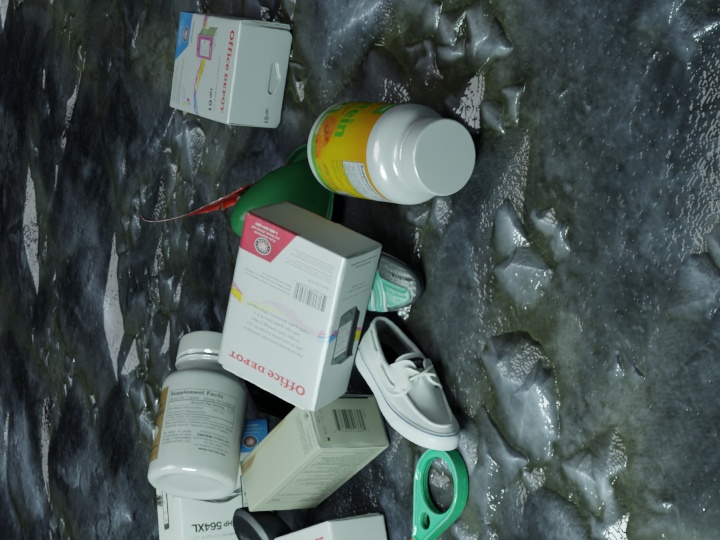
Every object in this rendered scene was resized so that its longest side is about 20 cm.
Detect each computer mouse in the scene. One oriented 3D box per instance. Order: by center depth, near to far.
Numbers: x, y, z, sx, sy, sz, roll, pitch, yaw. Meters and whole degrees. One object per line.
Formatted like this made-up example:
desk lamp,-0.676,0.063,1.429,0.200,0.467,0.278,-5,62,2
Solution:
computer mouse,-0.106,0.384,1.606,0.138,0.053,0.200,10,126,52

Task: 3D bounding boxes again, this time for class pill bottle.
pill bottle,0.036,-0.132,1.373,0.200,0.111,0.111,13,100,56
pill bottle,-0.207,0.187,1.599,0.114,0.114,0.200,-37,40,50

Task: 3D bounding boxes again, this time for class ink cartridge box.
ink cartridge box,-0.073,0.039,1.426,0.147,0.086,0.200,25,117,25
ink cartridge box,-0.025,0.406,1.480,0.145,0.084,0.200,-32,63,52
ink cartridge box,-0.200,0.311,1.693,0.084,0.146,0.200,-20,73,55
ink cartridge box,-0.187,-0.287,1.741,0.200,0.085,0.145,22,108,53

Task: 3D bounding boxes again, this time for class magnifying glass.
magnifying glass,0.074,0.290,1.389,0.080,0.022,0.200,42,125,49

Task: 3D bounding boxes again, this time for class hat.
hat,-0.154,-0.083,1.585,0.200,0.176,0.166,-60,37,31

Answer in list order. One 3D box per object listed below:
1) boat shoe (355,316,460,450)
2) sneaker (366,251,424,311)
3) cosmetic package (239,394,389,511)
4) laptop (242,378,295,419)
boat shoe,0.052,0.123,1.378,0.200,0.073,0.065,46,131,46
sneaker,0.000,0.000,1.473,0.200,0.087,0.075,7,107,32
cosmetic package,-0.061,0.228,1.523,0.200,0.105,0.071,-46,50,45
laptop,-0.090,0.092,1.653,0.187,0.116,0.200,7,124,57
